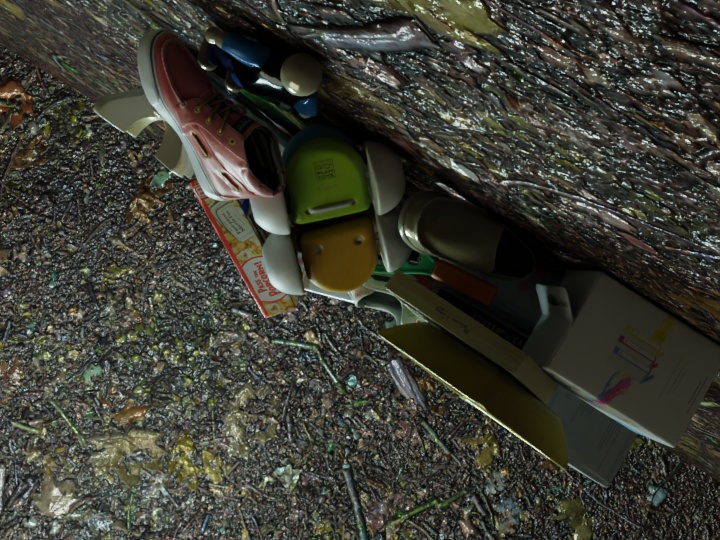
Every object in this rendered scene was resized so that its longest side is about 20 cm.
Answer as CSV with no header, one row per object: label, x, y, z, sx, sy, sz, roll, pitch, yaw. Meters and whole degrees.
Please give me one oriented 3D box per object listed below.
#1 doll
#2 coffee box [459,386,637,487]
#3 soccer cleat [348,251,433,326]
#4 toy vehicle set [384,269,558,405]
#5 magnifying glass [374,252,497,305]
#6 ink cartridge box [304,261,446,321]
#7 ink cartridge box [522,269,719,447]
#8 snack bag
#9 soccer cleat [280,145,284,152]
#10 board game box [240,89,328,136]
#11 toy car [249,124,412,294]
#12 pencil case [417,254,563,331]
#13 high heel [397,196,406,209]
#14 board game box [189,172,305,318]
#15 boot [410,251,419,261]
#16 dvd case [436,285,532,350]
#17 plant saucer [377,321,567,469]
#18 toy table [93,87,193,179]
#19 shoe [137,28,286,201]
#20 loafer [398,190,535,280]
doll,-0.098,-0.198,1.047,0.136,0.049,0.200,37,174,-34
coffee box,0.311,0.178,1.658,0.199,0.201,0.198,31,177,-20
soccer cleat,0.000,0.000,1.359,0.199,0.085,0.069,35,146,9
toy vehicle set,0.128,0.076,1.228,0.199,0.027,0.124,34,176,35
magnifying glass,0.073,-0.013,1.298,0.199,0.080,0.022,28,-164,16
ink cartridge box,0.035,0.020,1.513,0.199,0.076,0.164,14,179,38
ink cartridge box,0.284,0.090,1.221,0.199,0.126,0.129,31,176,-6
snack bag,-0.118,-0.188,1.401,0.200,0.021,0.188,42,-177,42
soccer cleat,-0.085,-0.145,1.526,0.199,0.070,0.077,19,-170,40
board game box,-0.070,-0.178,1.319,0.104,0.024,0.200,32,178,31
toy car,-0.038,-0.079,1.239,0.150,0.173,0.201,-106,4,-51
pencil case,0.171,0.007,1.356,0.199,0.084,0.091,30,-155,11
high heel,-0.016,-0.073,1.402,0.200,0.141,0.072,25,-131,-77
board game box,-0.129,-0.066,1.321,0.152,0.046,0.201,-77,-35,-58
boot,0.073,-0.054,1.551,0.199,0.074,0.075,30,-173,-20
dvd case,0.191,0.078,1.370,0.199,0.025,0.150,30,-175,8
plant saucer,0.142,0.135,1.246,0.200,0.049,0.200,39,177,-41
toy table,-0.252,-0.211,1.413,0.184,0.117,0.200,37,-178,-36
shoe,-0.147,-0.159,1.092,0.090,0.072,0.201,2,130,36
loafer,0.129,-0.039,1.220,0.199,0.076,0.068,18,176,-37
